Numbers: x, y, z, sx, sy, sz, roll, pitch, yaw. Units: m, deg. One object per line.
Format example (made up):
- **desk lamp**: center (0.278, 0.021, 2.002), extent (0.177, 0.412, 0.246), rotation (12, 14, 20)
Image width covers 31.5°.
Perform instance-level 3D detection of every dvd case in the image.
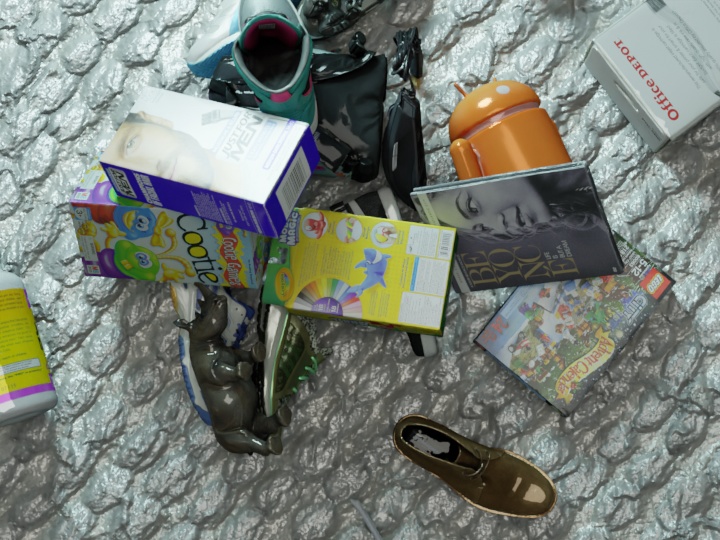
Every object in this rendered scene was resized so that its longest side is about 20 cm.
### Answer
- **dvd case**: center (0.170, -0.043, 1.384), extent (0.199, 0.149, 0.016), rotation (-7, 39, 28)

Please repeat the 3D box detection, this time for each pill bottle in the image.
- **pill bottle**: center (-0.414, 0.071, 1.423), extent (0.104, 0.104, 0.201), rotation (-18, 84, -1)

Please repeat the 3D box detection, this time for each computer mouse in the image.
- **computer mouse**: center (0.047, -0.175, 1.451), extent (0.046, 0.141, 0.201), rotation (-2, 122, 9)

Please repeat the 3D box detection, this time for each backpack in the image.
- **backpack**: center (-0.073, -0.174, 1.436), extent (0.199, 0.127, 0.168), rotation (4, 72, 2)

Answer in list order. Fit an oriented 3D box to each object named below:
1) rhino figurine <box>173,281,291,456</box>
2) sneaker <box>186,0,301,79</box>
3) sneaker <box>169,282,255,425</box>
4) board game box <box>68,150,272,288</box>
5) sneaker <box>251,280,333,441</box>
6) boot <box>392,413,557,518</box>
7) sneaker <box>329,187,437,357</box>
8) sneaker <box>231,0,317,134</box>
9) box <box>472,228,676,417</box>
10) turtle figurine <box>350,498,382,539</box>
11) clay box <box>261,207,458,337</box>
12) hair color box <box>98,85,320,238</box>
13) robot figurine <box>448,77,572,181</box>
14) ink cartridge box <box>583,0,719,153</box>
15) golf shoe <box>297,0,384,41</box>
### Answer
- **rhino figurine**: center (-0.144, 0.107, 1.368), extent (0.087, 0.060, 0.201), rotation (-17, 95, 38)
- **sneaker**: center (-0.130, -0.303, 1.482), extent (0.200, 0.077, 0.081), rotation (-44, 77, -10)
- **sneaker**: center (-0.160, 0.072, 1.436), extent (0.088, 0.075, 0.201), rotation (-10, 84, -1)
- **board game box**: center (-0.202, -0.057, 1.402), extent (0.199, 0.103, 0.105), rotation (4, 129, 10)
- **sneaker**: center (-0.073, 0.104, 1.439), extent (0.088, 0.077, 0.201), rotation (6, 88, -15)
- **boot**: center (0.128, 0.221, 1.417), extent (0.199, 0.075, 0.074), rotation (25, 83, 2)
- **sneaker**: center (0.012, 0.015, 1.447), extent (0.111, 0.073, 0.201), rotation (-18, 77, 3)
- **sneaker**: center (-0.095, -0.243, 1.333), extent (0.083, 0.121, 0.201), rotation (-15, 68, -2)
- **box**: center (0.243, 0.047, 1.452), extent (0.136, 0.038, 0.200), rotation (39, 86, 5)
- **turtle figurine**: center (0.044, 0.379, 1.367), extent (0.193, 0.144, 0.201), rotation (19, 88, -1)
- **clay box**: center (0.000, 0.000, 1.390), extent (0.199, 0.048, 0.116), rotation (9, 80, 11)
- **hair color box**: center (-0.155, -0.114, 1.318), extent (0.199, 0.065, 0.110), rotation (14, 61, 22)
- **robot figurine**: center (0.170, -0.127, 1.430), extent (0.143, 0.117, 0.201), rotation (-24, 80, -3)
- **ink cartridge box**: center (0.378, -0.253, 1.460), extent (0.200, 0.083, 0.147), rotation (-36, 84, -4)
- **golf shoe**: center (-0.007, -0.331, 1.480), extent (0.200, 0.094, 0.078), rotation (-38, 99, -29)
